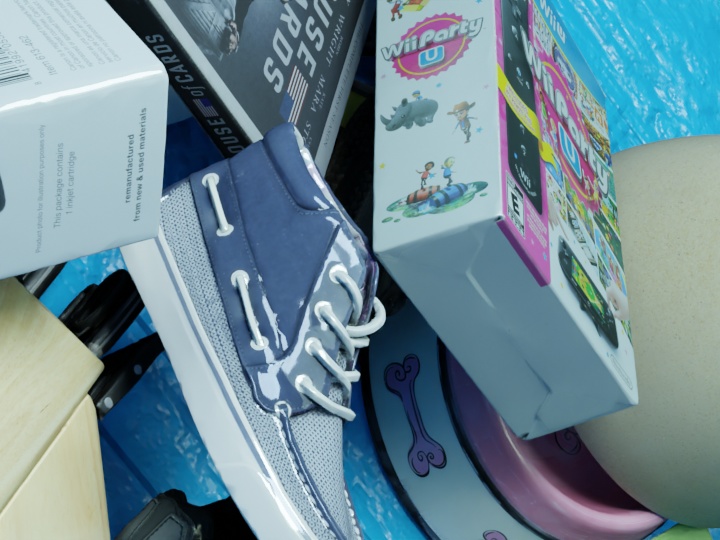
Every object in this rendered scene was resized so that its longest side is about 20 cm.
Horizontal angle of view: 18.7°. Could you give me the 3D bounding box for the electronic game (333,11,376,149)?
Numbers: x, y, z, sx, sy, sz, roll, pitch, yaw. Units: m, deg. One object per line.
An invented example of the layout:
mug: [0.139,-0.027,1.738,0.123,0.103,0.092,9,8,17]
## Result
electronic game: [0.001,-0.151,1.143,0.199,0.042,0.202,16,64,-35]

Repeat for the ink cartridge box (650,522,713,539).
ink cartridge box: [0.136,0.221,1.052,0.199,0.076,0.149,-28,92,-24]

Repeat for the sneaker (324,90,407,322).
sneaker: [0.000,0.000,1.055,0.076,0.070,0.201,49,63,-31]

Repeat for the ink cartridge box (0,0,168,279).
ink cartridge box: [-0.195,-0.059,0.840,0.199,0.083,0.146,-16,43,-27]

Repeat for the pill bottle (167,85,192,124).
pill bottle: [-0.118,-0.170,1.002,0.112,0.112,0.202,1,72,-40]

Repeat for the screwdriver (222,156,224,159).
screwdriver: [-0.069,-0.062,1.030,0.029,0.028,0.201,-8,63,-18]

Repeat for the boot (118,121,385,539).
boot: [-0.024,0.035,0.890,0.201,0.090,0.073,62,7,23]

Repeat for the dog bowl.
dog bowl: [0.099,0.059,1.123,0.199,0.074,0.202,15,64,-35]

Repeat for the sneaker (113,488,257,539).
sneaker: [-0.035,0.149,0.946,0.200,0.071,0.098,27,92,-41]

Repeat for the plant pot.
plant pot: [0.204,0.014,1.090,0.199,0.134,0.202,17,62,-35]

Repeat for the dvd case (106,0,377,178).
dvd case: [-0.052,-0.137,0.964,0.200,0.025,0.151,53,44,-47]

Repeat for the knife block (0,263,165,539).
knife block: [-0.169,0.037,0.911,0.199,0.064,0.177,2,71,-39]

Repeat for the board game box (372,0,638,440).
board game box: [0.066,-0.047,1.008,0.148,0.064,0.201,52,27,-42]
